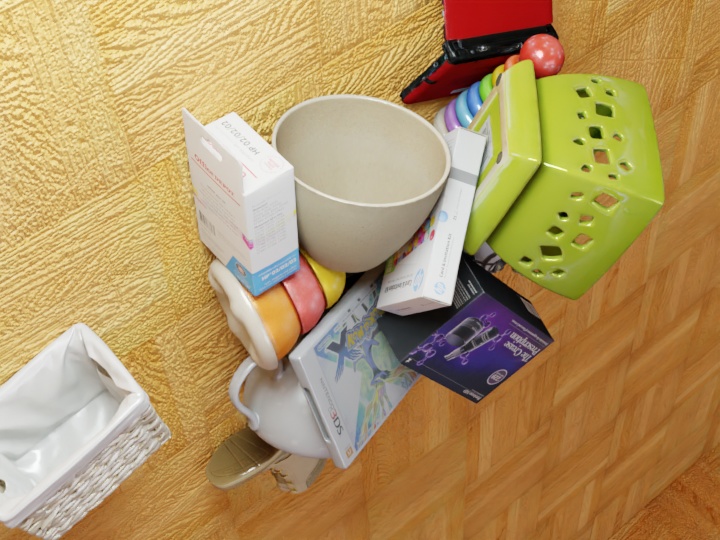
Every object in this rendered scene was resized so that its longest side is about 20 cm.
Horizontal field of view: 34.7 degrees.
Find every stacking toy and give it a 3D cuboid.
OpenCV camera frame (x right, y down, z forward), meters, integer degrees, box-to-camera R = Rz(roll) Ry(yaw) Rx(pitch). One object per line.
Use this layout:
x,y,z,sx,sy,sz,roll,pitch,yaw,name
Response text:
-0.066,0.013,1.367,0.199,0.146,0.146,-29,145,-13,stacking toy
0.176,-0.220,1.421,0.085,0.086,0.200,-14,159,-42,stacking toy

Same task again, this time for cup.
-0.008,-0.084,1.308,0.200,0.200,0.144,-25,144,-33,cup

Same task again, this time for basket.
-0.327,0.184,1.273,0.200,0.136,0.124,-41,152,-11,basket

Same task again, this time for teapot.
-0.061,0.141,1.514,0.200,0.196,0.147,-76,178,-64,teapot

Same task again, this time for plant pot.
0.218,-0.115,1.349,0.180,0.201,0.199,16,138,-15,plant pot

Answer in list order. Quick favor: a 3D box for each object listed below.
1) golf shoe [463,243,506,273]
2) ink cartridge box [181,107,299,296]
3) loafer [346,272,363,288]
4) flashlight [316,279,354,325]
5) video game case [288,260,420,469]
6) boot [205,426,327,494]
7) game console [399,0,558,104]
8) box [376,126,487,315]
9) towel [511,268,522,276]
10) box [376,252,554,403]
0.152,-0.022,1.595,0.094,0.078,0.200,-34,157,-2,golf shoe
-0.126,-0.085,1.238,0.068,0.115,0.201,-31,145,-24,ink cartridge box
0.000,0.000,1.488,0.199,0.073,0.073,-1,156,-33,loafer
0.019,0.034,1.563,0.199,0.068,0.068,-3,103,-36,flashlight
0.003,0.115,1.441,0.200,0.022,0.183,-47,131,-37,video game case
-0.130,0.282,1.678,0.200,0.073,0.156,-37,145,-27,boot
0.141,-0.306,1.421,0.199,0.119,0.172,-17,168,-39,game console
0.081,-0.053,1.350,0.041,0.156,0.201,15,79,-16,box
0.199,-0.077,1.567,0.023,0.153,0.200,-19,170,3,towel
0.136,0.077,1.469,0.141,0.079,0.200,-39,142,17,box
